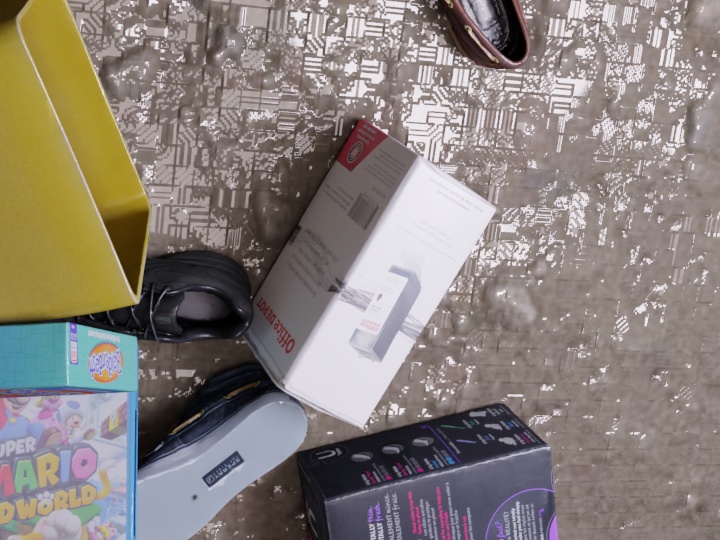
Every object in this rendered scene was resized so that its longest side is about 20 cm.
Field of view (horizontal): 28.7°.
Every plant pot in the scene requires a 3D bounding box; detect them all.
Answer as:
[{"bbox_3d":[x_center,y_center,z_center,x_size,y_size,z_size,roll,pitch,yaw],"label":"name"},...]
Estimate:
[{"bbox_3d":[-0.266,-0.070,0.977,0.175,0.200,0.201,-20,112,2],"label":"plant pot"}]

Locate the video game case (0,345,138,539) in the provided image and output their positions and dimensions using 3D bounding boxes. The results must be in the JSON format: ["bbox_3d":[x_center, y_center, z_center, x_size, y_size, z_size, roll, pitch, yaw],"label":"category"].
[{"bbox_3d":[-0.241,0.155,1.066,0.142,0.018,0.202,-2,77,2],"label":"video game case"}]

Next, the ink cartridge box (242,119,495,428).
[{"bbox_3d":[0.000,0.000,1.099,0.084,0.146,0.201,30,96,-24],"label":"ink cartridge box"}]

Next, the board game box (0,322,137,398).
[{"bbox_3d":[-0.274,0.067,0.992,0.198,0.152,0.045,-4,83,9],"label":"board game box"}]

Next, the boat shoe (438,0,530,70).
[{"bbox_3d":[0.079,-0.247,1.091,0.070,0.070,0.201,-34,112,-4],"label":"boat shoe"}]

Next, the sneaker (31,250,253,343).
[{"bbox_3d":[-0.174,0.019,1.080,0.198,0.091,0.077,0,109,-16],"label":"sneaker"}]

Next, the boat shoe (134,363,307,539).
[{"bbox_3d":[-0.138,0.154,1.132,0.199,0.091,0.071,-32,116,-8],"label":"boat shoe"}]

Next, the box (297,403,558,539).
[{"bbox_3d":[0.057,0.206,1.203,0.198,0.106,0.123,-11,108,-14],"label":"box"}]
